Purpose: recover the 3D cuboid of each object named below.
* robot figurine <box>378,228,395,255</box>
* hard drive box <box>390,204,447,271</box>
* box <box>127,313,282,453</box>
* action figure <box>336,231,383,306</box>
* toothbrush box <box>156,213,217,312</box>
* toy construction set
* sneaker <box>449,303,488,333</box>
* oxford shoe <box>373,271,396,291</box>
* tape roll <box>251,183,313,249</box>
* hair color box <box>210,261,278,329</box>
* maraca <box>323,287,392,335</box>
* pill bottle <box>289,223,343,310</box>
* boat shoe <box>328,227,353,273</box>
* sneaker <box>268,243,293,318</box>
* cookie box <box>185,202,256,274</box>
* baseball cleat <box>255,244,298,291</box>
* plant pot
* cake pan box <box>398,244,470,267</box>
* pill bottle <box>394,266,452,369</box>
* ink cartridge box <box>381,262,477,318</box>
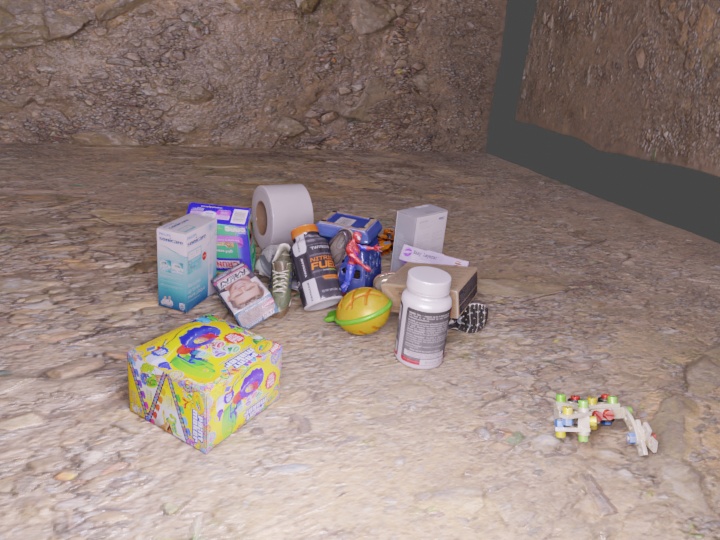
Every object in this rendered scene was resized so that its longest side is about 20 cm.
[{"bbox_3d":[0.066,-0.093,1.935,0.198,0.059,0.144,-14,30,-39],"label":"robot figurine"},{"bbox_3d":[0.176,-0.083,1.751,0.154,0.203,0.076,-15,30,-43],"label":"hard drive box"},{"bbox_3d":[-0.277,0.194,1.060,0.190,0.124,0.199,18,25,25],"label":"box"},{"bbox_3d":[0.000,0.000,1.500,0.097,0.203,0.065,10,22,6],"label":"action figure"},{"bbox_3d":[-0.425,-0.022,1.444,0.084,0.203,0.146,11,21,14],"label":"toothbrush box"},{"bbox_3d":[0.445,0.276,1.086,0.197,0.094,0.131,14,-3,-2],"label":"toy construction set"},{"bbox_3d":[0.229,0.107,1.467,0.197,0.080,0.090,-1,20,-19],"label":"sneaker"},{"bbox_3d":[0.128,0.053,1.585,0.196,0.072,0.074,8,28,8],"label":"oxford shoe"},{"bbox_3d":[-0.250,-0.170,1.851,0.137,0.206,0.202,-8,25,-29],"label":"tape roll"},{"bbox_3d":[-0.285,0.059,1.424,0.099,0.061,0.200,-31,35,-16],"label":"hair color box"},{"bbox_3d":[-0.006,0.096,1.400,0.136,0.109,0.199,-24,11,-34],"label":"maraca"},{"bbox_3d":[-0.116,-0.011,1.451,0.105,0.203,0.106,-16,-13,-4],"label":"pill bottle"},{"bbox_3d":[-0.082,-0.021,1.530,0.071,0.202,0.065,33,10,15],"label":"boat shoe"},{"bbox_3d":[-0.203,0.016,1.471,0.066,0.091,0.202,2,44,4],"label":"sneaker"},{"bbox_3d":[-0.375,-0.078,1.586,0.168,0.202,0.076,6,49,1],"label":"cookie box"},{"bbox_3d":[-0.212,-0.011,1.594,0.198,0.108,0.069,24,6,33],"label":"baseball cleat"},{"bbox_3d":[-0.045,-0.057,1.653,0.197,0.183,0.200,12,21,12],"label":"plant pot"},{"bbox_3d":[0.211,0.006,1.604,0.197,0.053,0.185,17,-19,22],"label":"cake pan box"},{"bbox_3d":[0.140,0.102,1.285,0.112,0.203,0.114,5,22,-2],"label":"pill bottle"},{"bbox_3d":[0.173,0.045,1.443,0.197,0.076,0.164,4,21,29],"label":"ink cartridge box"}]
